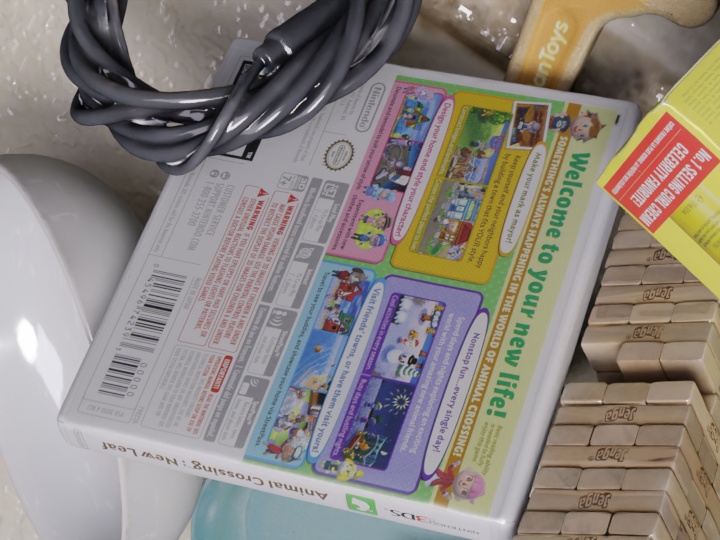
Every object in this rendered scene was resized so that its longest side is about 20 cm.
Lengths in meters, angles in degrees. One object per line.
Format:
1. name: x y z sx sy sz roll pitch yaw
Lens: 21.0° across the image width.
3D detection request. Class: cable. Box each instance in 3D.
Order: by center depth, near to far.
1. cable: -0.048 -0.125 0.823 0.162 0.051 0.201 1 61 8

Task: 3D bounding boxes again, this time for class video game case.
1. video game case: 0.000 0.000 0.765 0.181 0.201 0.022 11 147 17

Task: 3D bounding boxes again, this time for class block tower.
1. block tower: 0.112 0.051 0.728 0.058 0.200 0.054 -3 134 32

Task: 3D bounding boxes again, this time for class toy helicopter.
1. toy helicopter: 0.083 -0.124 0.802 0.132 0.079 0.201 26 120 9

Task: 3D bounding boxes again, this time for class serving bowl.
1. serving bowl: -0.118 0.040 0.874 0.200 0.066 0.201 42 139 50

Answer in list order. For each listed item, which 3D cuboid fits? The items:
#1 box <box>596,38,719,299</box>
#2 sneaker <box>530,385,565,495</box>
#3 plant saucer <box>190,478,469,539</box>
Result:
1. box: 0.181 0.008 0.691 0.200 0.050 0.075 45 155 5
2. sneaker: 0.039 0.008 0.815 0.199 0.111 0.077 28 148 21
3. plant saucer: 0.015 0.149 0.856 0.199 0.027 0.201 20 135 22
